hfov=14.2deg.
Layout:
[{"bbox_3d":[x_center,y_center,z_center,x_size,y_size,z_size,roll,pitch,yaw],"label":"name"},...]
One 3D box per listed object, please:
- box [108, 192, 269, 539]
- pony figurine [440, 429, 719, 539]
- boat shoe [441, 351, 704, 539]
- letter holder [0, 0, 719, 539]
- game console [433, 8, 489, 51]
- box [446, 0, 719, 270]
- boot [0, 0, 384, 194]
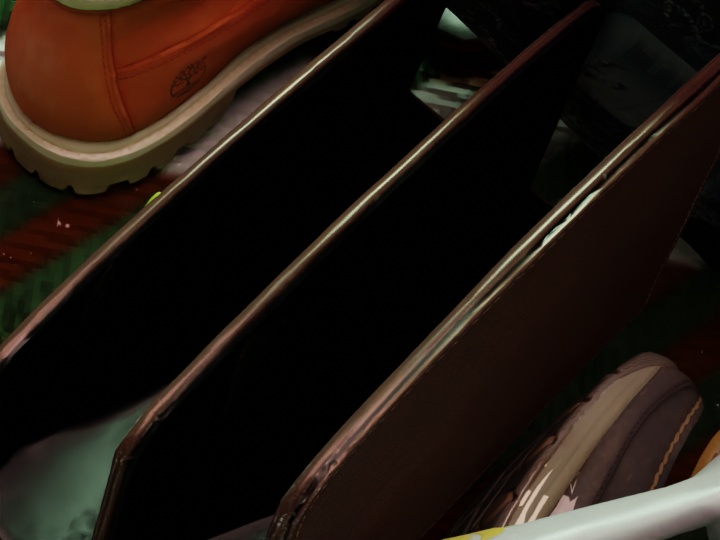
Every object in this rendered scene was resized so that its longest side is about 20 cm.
[{"bbox_3d":[-0.060,0.085,0.799,0.122,0.048,0.200,30,57,6],"label":"box"},{"bbox_3d":[0.135,0.060,0.725,0.200,0.193,0.167,-29,112,-34],"label":"pony figurine"},{"bbox_3d":[0.045,0.112,0.801,0.073,0.074,0.200,38,65,-3],"label":"boat shoe"},{"bbox_3d":[0.000,0.000,0.752,0.100,0.142,0.200,39,57,12],"label":"letter holder"},{"bbox_3d":[0.066,-0.200,0.963,0.118,0.172,0.201,-6,58,-47],"label":"game console"},{"bbox_3d":[0.120,-0.102,0.813,0.200,0.196,0.118,42,73,-21],"label":"box"},{"bbox_3d":[-0.030,-0.118,0.884,0.075,0.107,0.200,35,62,16],"label":"boot"}]
